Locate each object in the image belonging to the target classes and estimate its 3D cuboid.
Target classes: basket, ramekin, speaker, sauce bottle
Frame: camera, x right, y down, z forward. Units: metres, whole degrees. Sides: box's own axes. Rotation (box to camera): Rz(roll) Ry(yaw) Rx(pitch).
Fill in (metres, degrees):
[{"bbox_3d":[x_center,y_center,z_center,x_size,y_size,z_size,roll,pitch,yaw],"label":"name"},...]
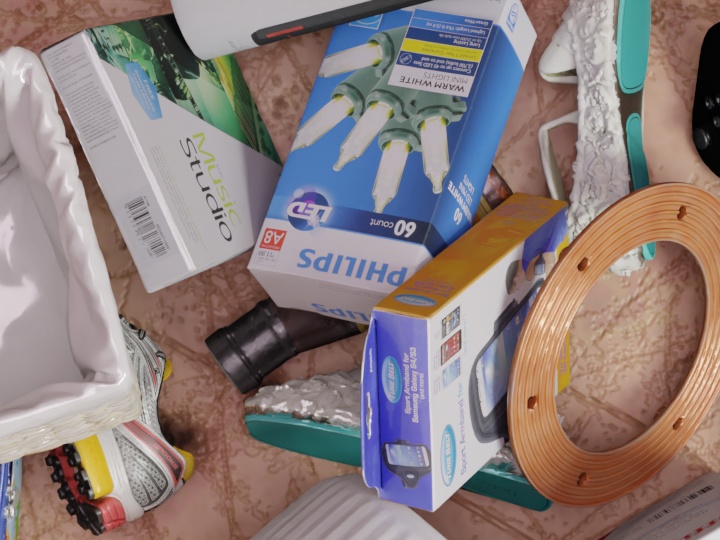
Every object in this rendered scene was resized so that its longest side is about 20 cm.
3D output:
[{"bbox_3d":[-0.233,0.010,1.596,0.199,0.161,0.199,-18,81,0],"label":"basket"},{"bbox_3d":[0.017,0.206,1.661,0.200,0.200,0.105,44,79,-1],"label":"ramekin"},{"bbox_3d":[-0.010,-0.181,1.662,0.199,0.081,0.081,-13,90,14],"label":"speaker"},{"bbox_3d":[0.000,0.000,1.723,0.200,0.066,0.066,-37,91,1],"label":"sauce bottle"}]

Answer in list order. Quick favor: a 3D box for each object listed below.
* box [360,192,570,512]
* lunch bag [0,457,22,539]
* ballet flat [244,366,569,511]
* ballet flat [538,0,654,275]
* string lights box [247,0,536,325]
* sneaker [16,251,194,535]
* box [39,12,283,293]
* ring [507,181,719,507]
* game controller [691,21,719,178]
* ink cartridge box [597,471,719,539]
[{"bbox_3d":[0.060,0.048,1.636,0.041,0.200,0.119,10,117,25],"label":"box"},{"bbox_3d":[-0.298,0.133,1.710,0.199,0.082,0.161,6,93,0],"label":"lunch bag"},{"bbox_3d":[0.030,0.090,1.729,0.199,0.072,0.072,15,90,-5],"label":"ballet flat"},{"bbox_3d":[0.135,-0.097,1.715,0.072,0.072,0.201,-2,91,-1],"label":"ballet flat"},{"bbox_3d":[0.020,-0.070,1.678,0.102,0.059,0.200,10,68,23],"label":"string lights box"},{"bbox_3d":[-0.160,0.051,1.723,0.082,0.078,0.201,-20,89,-24],"label":"sneaker"},{"bbox_3d":[-0.101,-0.073,1.653,0.036,0.200,0.145,-24,91,18],"label":"box"},{"bbox_3d":[0.152,0.042,1.683,0.019,0.200,0.201,26,89,41],"label":"ring"},{"bbox_3d":[0.259,-0.063,1.668,0.042,0.105,0.200,-28,46,-22],"label":"game controller"},{"bbox_3d":[0.191,0.215,1.657,0.145,0.200,0.145,-30,90,-1],"label":"ink cartridge box"}]
